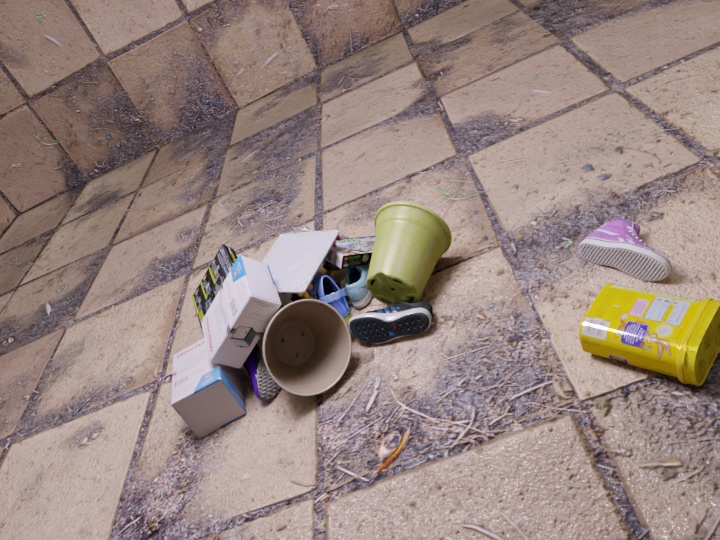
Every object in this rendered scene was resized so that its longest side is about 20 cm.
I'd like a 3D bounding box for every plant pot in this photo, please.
[{"bbox_3d":[0.099,-0.023,1.414,0.196,0.201,0.187,-2,52,34],"label":"plant pot"}]

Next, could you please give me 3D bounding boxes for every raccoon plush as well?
[{"bbox_3d":[-0.076,-0.067,1.639,0.197,0.099,0.133,0,24,-43],"label":"raccoon plush"}]

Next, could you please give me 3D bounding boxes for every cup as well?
[{"bbox_3d":[-0.134,0.168,1.341,0.199,0.202,0.143,-40,11,-18],"label":"cup"}]

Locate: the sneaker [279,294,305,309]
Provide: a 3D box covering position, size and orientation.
[{"bbox_3d":[-0.200,0.063,1.489,0.195,0.095,0.071,19,42,-4],"label":"sneaker"}]

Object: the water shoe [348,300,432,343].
[{"bbox_3d":[0.070,0.115,1.359,0.195,0.073,0.079,-6,20,20],"label":"water shoe"}]

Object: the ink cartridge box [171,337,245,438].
[{"bbox_3d":[-0.358,0.258,1.416,0.126,0.127,0.201,-26,33,1],"label":"ink cartridge box"}]

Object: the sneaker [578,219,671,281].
[{"bbox_3d":[0.552,-0.054,1.210,0.113,0.074,0.199,-36,34,-17],"label":"sneaker"}]

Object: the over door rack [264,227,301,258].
[{"bbox_3d":[-0.163,-0.045,1.732,0.197,0.067,0.148,14,52,39],"label":"over door rack"}]

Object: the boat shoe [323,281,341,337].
[{"bbox_3d":[-0.067,0.090,1.471,0.072,0.075,0.202,-18,40,3],"label":"boat shoe"}]

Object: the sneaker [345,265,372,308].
[{"bbox_3d":[0.000,0.000,1.533,0.072,0.083,0.202,-17,35,15],"label":"sneaker"}]

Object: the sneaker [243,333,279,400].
[{"bbox_3d":[-0.241,0.222,1.424,0.099,0.069,0.204,-38,48,36],"label":"sneaker"}]

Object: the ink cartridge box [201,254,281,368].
[{"bbox_3d":[-0.274,0.094,1.358,0.202,0.084,0.148,-56,37,24],"label":"ink cartridge box"}]

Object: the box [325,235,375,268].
[{"bbox_3d":[-0.005,-0.049,1.534,0.197,0.036,0.109,-9,26,-41],"label":"box"}]

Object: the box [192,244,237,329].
[{"bbox_3d":[-0.411,0.048,1.731,0.196,0.047,0.200,-60,32,10],"label":"box"}]

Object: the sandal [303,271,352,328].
[{"bbox_3d":[-0.084,0.044,1.414,0.078,0.089,0.199,-26,49,-32],"label":"sandal"}]

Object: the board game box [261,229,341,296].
[{"bbox_3d":[-0.162,-0.015,1.453,0.196,0.026,0.202,-2,45,36],"label":"board game box"}]

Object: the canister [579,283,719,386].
[{"bbox_3d":[0.498,0.101,1.031,0.198,0.088,0.149,13,51,47],"label":"canister"}]

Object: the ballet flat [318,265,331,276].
[{"bbox_3d":[-0.156,0.026,1.579,0.069,0.196,0.064,-52,49,40],"label":"ballet flat"}]
